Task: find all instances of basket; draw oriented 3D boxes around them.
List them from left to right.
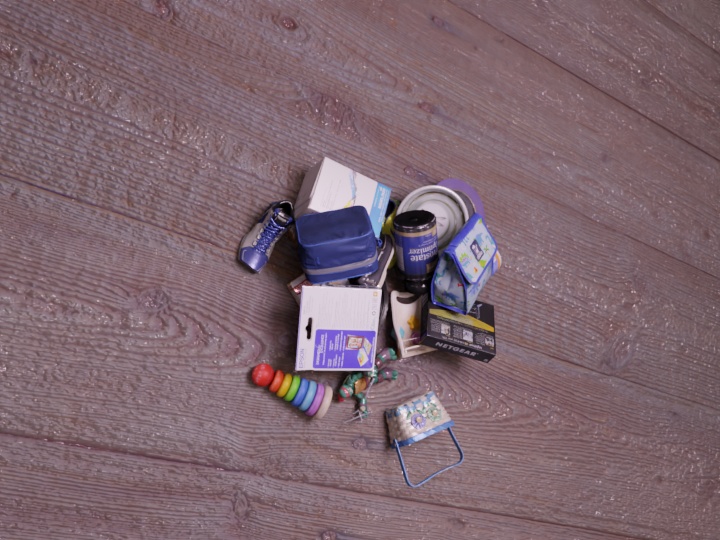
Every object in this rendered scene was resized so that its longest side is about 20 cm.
[{"bbox_3d":[0.159,0.432,1.405,0.175,0.139,0.202,-17,80,-27],"label":"basket"}]

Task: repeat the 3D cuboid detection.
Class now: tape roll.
[{"bbox_3d":[0.258,-0.158,1.580,0.198,0.085,0.203,4,81,-24],"label":"tape roll"}]

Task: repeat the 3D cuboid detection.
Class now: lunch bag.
[{"bbox_3d":[-0.046,-0.056,1.273,0.198,0.137,0.133,-10,129,-3],"label":"lunch bag"},{"bbox_3d":[0.262,-0.021,1.373,0.170,0.126,0.201,-49,143,-37],"label":"lunch bag"}]

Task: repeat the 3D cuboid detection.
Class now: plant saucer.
[{"bbox_3d":[0.190,-0.132,1.466,0.197,0.050,0.203,0,106,0],"label":"plant saucer"}]

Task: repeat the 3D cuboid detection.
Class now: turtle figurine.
[{"bbox_3d":[0.013,0.284,1.374,0.100,0.151,0.199,35,47,27],"label":"turtle figurine"}]

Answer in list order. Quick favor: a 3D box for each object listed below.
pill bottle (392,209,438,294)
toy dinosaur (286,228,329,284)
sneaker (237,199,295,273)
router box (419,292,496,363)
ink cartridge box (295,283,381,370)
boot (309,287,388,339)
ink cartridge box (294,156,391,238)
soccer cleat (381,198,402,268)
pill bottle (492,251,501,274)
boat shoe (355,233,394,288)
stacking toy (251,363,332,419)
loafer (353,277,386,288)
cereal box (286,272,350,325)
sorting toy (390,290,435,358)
[{"bbox_3d":[0.146,-0.045,1.402,0.111,0.112,0.202,-25,123,-27],"label":"pill bottle"},{"bbox_3d":[-0.106,-0.038,1.380,0.106,0.060,0.200,-43,73,7],"label":"toy dinosaur"},{"bbox_3d":[-0.222,-0.100,1.323,0.080,0.115,0.201,33,69,-16],"label":"sneaker"},{"bbox_3d":[0.258,0.142,1.438,0.198,0.052,0.158,17,51,-10],"label":"router box"},{"bbox_3d":[-0.055,0.134,1.276,0.198,0.043,0.201,4,96,-22],"label":"ink cartridge box"},{"bbox_3d":[-0.026,0.117,1.356,0.157,0.079,0.213,26,74,-19],"label":"boot"},{"bbox_3d":[-0.052,-0.169,1.398,0.198,0.147,0.146,22,73,-21],"label":"ink cartridge box"},{"bbox_3d":[0.081,-0.103,1.496,0.083,0.065,0.202,23,68,-26],"label":"soccer cleat"},{"bbox_3d":[0.305,0.011,1.559,0.200,0.112,0.112,-41,99,-24],"label":"pill bottle"},{"bbox_3d":[0.036,-0.029,1.384,0.062,0.073,0.201,32,48,-18],"label":"boat shoe"},{"bbox_3d":[-0.171,0.285,1.310,0.199,0.085,0.086,27,71,-14],"label":"stacking toy"},{"bbox_3d":[0.000,0.000,1.443,0.201,0.070,0.068,50,40,-27],"label":"loafer"},{"bbox_3d":[-0.080,0.082,1.403,0.143,0.039,0.201,-34,97,-25],"label":"cereal box"},{"bbox_3d":[0.154,0.134,1.480,0.198,0.107,0.182,-8,78,-28],"label":"sorting toy"}]
